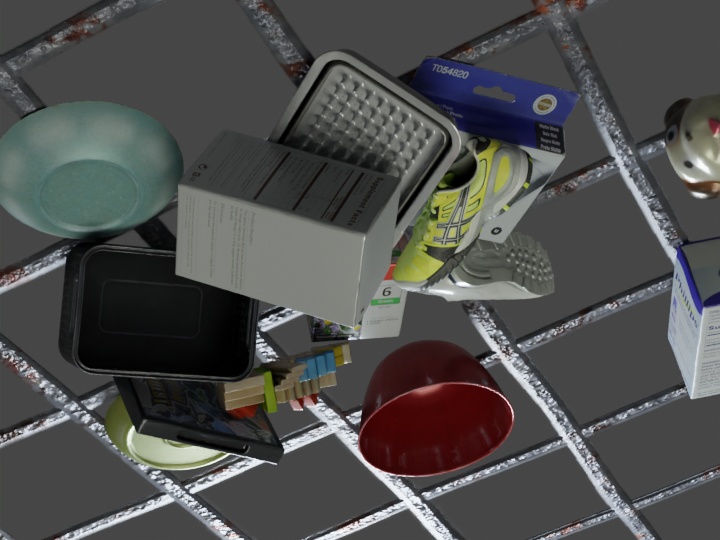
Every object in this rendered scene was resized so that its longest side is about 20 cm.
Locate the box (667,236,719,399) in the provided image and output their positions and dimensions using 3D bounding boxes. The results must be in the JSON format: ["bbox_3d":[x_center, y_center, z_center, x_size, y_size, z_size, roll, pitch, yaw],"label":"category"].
[{"bbox_3d":[0.488,0.049,1.891,0.183,0.105,0.201,-11,142,-2],"label":"box"}]

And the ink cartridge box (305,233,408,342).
[{"bbox_3d":[0.000,0.000,1.741,0.108,0.051,0.201,-4,141,-11],"label":"ink cartridge box"}]

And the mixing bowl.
[{"bbox_3d":[0.084,0.158,1.909,0.199,0.109,0.201,-8,140,-7],"label":"mixing bowl"}]

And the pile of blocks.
[{"bbox_3d":[-0.076,0.132,1.733,0.199,0.063,0.082,-16,-171,-39],"label":"pile of blocks"}]

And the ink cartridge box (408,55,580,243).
[{"bbox_3d":[0.113,-0.122,1.625,0.198,0.041,0.200,9,132,-25],"label":"ink cartridge box"}]

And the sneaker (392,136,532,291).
[{"bbox_3d":[0.092,-0.064,1.606,0.076,0.076,0.200,28,113,-28],"label":"sneaker"}]

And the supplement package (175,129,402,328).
[{"bbox_3d":[-0.073,-0.044,1.539,0.199,0.117,0.117,17,127,12],"label":"supplement package"}]

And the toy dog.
[{"bbox_3d":[0.421,-0.159,1.623,0.199,0.140,0.194,-18,177,4],"label":"toy dog"}]

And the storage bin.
[{"bbox_3d":[-0.217,0.045,1.650,0.199,0.136,0.094,5,-179,-21],"label":"storage bin"}]

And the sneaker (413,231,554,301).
[{"bbox_3d":[0.145,0.003,1.763,0.199,0.077,0.080,7,152,-43],"label":"sneaker"}]

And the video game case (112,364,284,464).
[{"bbox_3d":[-0.196,0.138,1.741,0.180,0.200,0.026,17,111,-32],"label":"video game case"}]

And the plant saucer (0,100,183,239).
[{"bbox_3d":[-0.280,-0.089,1.568,0.200,0.039,0.202,-8,140,-7],"label":"plant saucer"}]

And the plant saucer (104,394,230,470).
[{"bbox_3d":[-0.224,0.198,1.935,0.199,0.031,0.201,-8,140,-6],"label":"plant saucer"}]

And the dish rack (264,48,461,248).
[{"bbox_3d":[-0.001,-0.124,1.557,0.171,0.044,0.200,33,130,-3],"label":"dish rack"}]
